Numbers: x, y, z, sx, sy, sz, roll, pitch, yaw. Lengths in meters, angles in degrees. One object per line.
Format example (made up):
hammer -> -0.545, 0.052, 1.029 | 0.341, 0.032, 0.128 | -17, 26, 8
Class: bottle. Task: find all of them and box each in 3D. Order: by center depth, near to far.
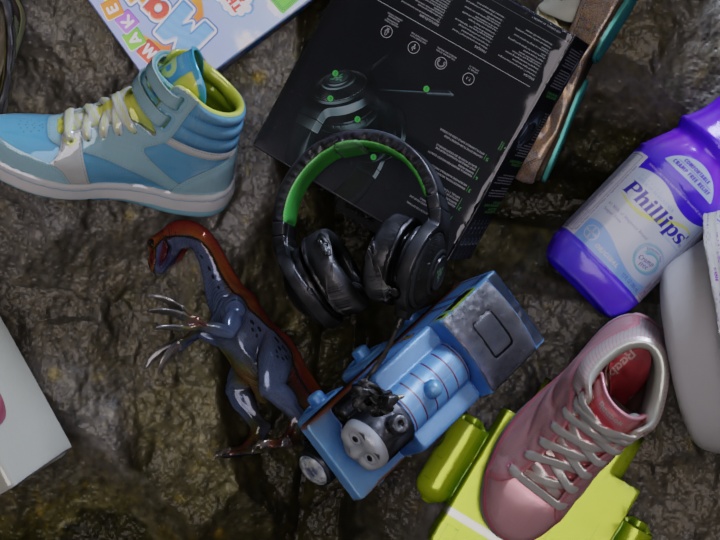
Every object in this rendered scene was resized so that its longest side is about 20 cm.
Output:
bottle -> 0.234, -0.058, 1.487 | 0.200, 0.065, 0.084 | -45, 95, -1

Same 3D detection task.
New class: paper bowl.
paper bowl -> 0.281, 0.054, 1.425 | 0.104, 0.201, 0.202 | -12, 91, 15

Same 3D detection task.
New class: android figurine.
android figurine -> 0.130, 0.190, 1.501 | 0.181, 0.041, 0.201 | 30, 90, -2

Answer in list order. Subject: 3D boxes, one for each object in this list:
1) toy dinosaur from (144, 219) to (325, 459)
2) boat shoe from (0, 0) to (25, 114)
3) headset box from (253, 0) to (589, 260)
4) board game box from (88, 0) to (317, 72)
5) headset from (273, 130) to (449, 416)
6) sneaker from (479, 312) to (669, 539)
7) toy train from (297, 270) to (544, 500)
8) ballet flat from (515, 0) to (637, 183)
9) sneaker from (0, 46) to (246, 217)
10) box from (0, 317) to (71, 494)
toy dinosaur -> -0.095, 0.050, 1.494 | 0.199, 0.105, 0.183 | -2, 81, -35
boat shoe -> -0.303, -0.120, 1.469 | 0.073, 0.065, 0.201 | 11, 92, -4
headset box -> 0.042, -0.123, 1.438 | 0.174, 0.093, 0.201 | 30, 98, 11
board game box -> -0.112, -0.242, 1.488 | 0.200, 0.037, 0.152 | -37, 92, 0
headset -> 0.000, 0.000, 1.351 | 0.123, 0.094, 0.201 | -10, 79, 16
sneaker -> 0.157, 0.119, 1.428 | 0.075, 0.105, 0.201 | 37, 95, -3
toy train -> 0.039, 0.085, 1.436 | 0.200, 0.114, 0.087 | -40, 97, -30
ballet flat -> 0.153, -0.165, 1.484 | 0.067, 0.068, 0.201 | 27, 89, 7
sneaker -> -0.177, -0.116, 1.431 | 0.199, 0.080, 0.131 | 7, 133, -18
box -> -0.328, 0.085, 1.436 | 0.127, 0.109, 0.201 | -28, 92, 18
